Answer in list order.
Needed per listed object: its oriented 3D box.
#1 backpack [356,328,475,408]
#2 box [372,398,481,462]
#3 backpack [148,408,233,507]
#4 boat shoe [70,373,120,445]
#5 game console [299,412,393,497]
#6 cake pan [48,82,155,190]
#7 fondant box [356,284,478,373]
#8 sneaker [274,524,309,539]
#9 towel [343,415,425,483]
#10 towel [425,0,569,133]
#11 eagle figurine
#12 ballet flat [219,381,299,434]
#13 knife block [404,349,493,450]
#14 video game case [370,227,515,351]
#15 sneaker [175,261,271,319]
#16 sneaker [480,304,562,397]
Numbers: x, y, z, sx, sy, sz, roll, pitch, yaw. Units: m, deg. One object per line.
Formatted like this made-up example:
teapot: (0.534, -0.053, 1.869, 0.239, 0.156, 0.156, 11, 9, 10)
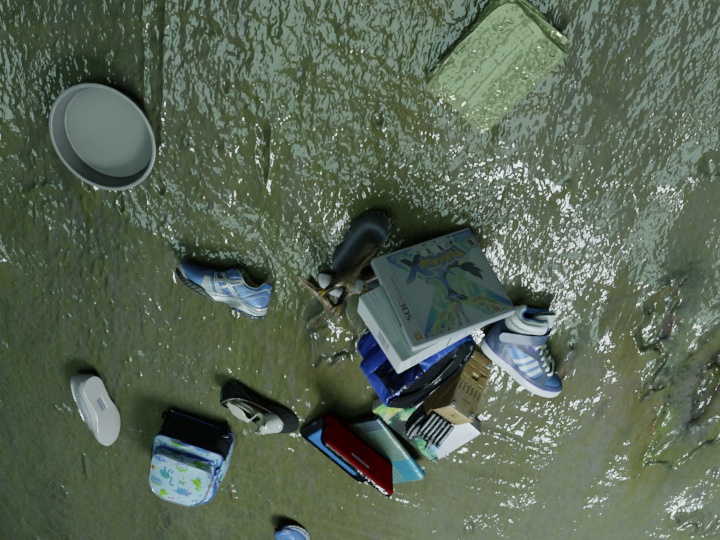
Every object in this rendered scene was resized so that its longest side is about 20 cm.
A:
backpack: (0.107, 0.150, 1.249, 0.200, 0.162, 0.168, -37, 73, 9)
box: (0.145, 0.321, 1.427, 0.200, 0.036, 0.144, 43, 117, -14)
backpack: (-0.405, 0.458, 1.526, 0.183, 0.147, 0.200, 17, 124, 1)
boat shoe: (-0.627, 0.325, 1.532, 0.068, 0.072, 0.200, 10, 130, 28)
game console: (-0.037, 0.424, 1.444, 0.200, 0.172, 0.119, 41, 103, -10)
cake pan: (-0.464, -0.245, 1.191, 0.200, 0.037, 0.201, 4, 120, 7)
fondant box: (0.114, 0.071, 1.163, 0.200, 0.144, 0.058, -26, 155, -19)
sneaker: (-0.162, 0.735, 1.681, 0.078, 0.089, 0.200, -21, 114, 18)
towel: (0.041, 0.413, 1.489, 0.146, 0.022, 0.200, -21, 114, 34)
towel: (0.216, -0.329, 1.042, 0.148, 0.037, 0.200, 37, 118, -13)
eagle figurine: (0.004, 0.004, 1.233, 0.200, 0.151, 0.152, -41, 154, -4)
ballet flat: (-0.232, 0.327, 1.468, 0.200, 0.068, 0.068, 31, 119, -10)
knife block: (0.173, 0.267, 1.351, 0.064, 0.200, 0.175, 36, 148, -14)
video game case: (0.143, 0.028, 1.144, 0.200, 0.183, 0.022, -18, 154, -15)
sneaker: (-0.271, 0.024, 1.308, 0.200, 0.076, 0.077, 24, 98, -6)
sneaker: (0.349, 0.149, 1.270, 0.200, 0.081, 0.147, 35, 123, -5)
